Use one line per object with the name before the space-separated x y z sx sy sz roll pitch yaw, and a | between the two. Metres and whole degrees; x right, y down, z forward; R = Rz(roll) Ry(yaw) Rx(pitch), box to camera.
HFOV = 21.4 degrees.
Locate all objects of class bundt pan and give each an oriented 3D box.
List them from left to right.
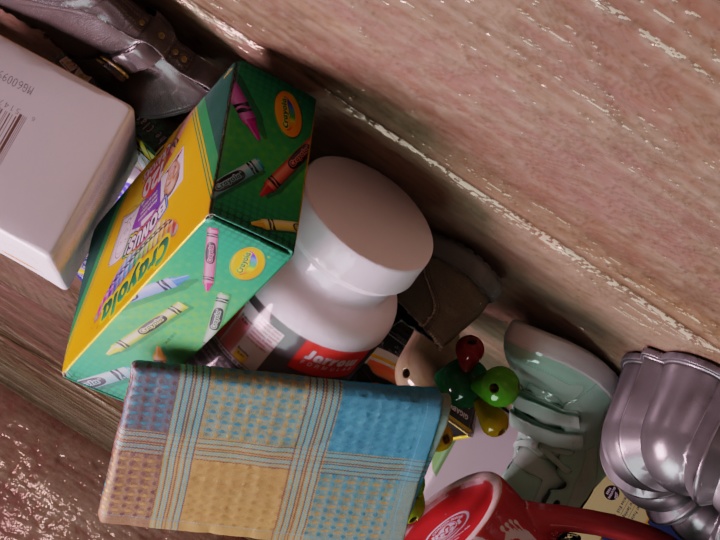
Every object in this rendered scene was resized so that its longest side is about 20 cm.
bundt pan | 0.238 0.135 1.220 0.201 0.076 0.202 30 164 9

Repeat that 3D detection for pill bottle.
pill bottle | -0.048 0.029 1.199 0.116 0.116 0.200 34 123 -9

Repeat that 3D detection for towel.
towel | -0.055 0.116 1.187 0.199 0.022 0.147 8 130 -13

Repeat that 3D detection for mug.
mug | 0.127 0.229 1.295 0.200 0.178 0.133 49 162 -14

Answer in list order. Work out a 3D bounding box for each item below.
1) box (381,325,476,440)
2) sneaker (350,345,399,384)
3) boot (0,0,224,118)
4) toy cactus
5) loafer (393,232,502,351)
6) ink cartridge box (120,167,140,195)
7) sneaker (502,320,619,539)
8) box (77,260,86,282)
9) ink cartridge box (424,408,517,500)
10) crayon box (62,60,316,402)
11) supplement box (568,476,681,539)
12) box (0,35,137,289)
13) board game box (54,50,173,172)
box | -0.028 0.081 1.499 0.159 0.050 0.200 -12 143 40
sneaker | -0.047 0.088 1.364 0.199 0.090 0.070 16 137 -26
boot | -0.187 -0.152 1.158 0.199 0.069 0.174 12 155 47
toy cactus | 0.030 0.093 1.302 0.102 0.165 0.200 33 130 -13
loafer | 0.000 0.000 1.269 0.199 0.070 0.075 18 160 42
ink cartridge box | -0.142 -0.040 1.470 0.199 0.044 0.198 20 162 24
sneaker | 0.127 0.121 1.311 0.074 0.118 0.201 24 162 33
box | -0.146 0.021 1.630 0.199 0.070 0.064 25 163 23
ink cartridge box | 0.069 0.195 1.611 0.087 0.146 0.200 32 164 -8
crayon box | -0.104 -0.018 1.140 0.058 0.119 0.200 24 139 -22
supplement box | 0.221 0.261 1.541 0.199 0.135 0.200 27 165 18
box | -0.231 -0.077 1.206 0.152 0.107 0.200 28 172 -3
board game box | -0.127 -0.069 1.303 0.200 0.023 0.105 42 166 23
